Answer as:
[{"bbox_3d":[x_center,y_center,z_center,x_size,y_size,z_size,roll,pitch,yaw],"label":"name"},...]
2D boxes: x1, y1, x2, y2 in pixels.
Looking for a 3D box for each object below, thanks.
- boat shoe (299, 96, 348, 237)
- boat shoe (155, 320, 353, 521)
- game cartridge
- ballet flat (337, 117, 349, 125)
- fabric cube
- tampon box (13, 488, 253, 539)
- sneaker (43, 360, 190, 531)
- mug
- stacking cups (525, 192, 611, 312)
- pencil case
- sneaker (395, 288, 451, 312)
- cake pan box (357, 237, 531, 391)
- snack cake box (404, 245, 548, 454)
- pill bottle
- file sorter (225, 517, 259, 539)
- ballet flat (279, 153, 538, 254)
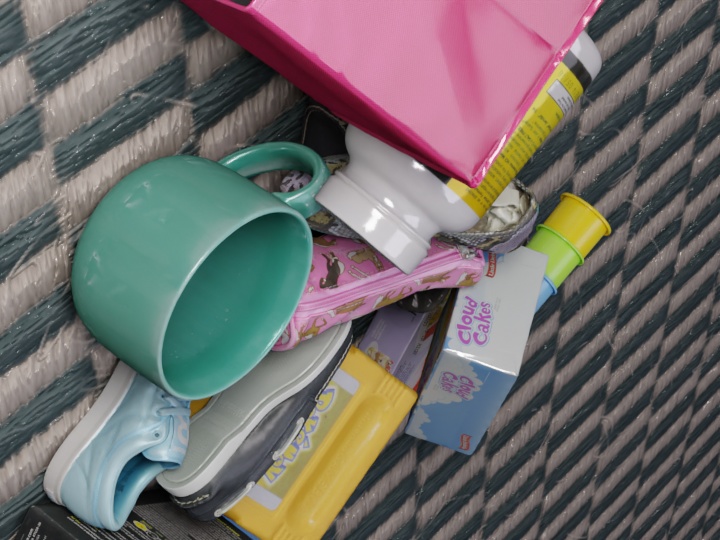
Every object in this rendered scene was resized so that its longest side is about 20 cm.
[{"bbox_3d":[-0.019,-0.066,1.395,0.063,0.073,0.200,-49,157,-23],"label":"boat shoe"},{"bbox_3d":[-0.075,0.109,1.396,0.200,0.076,0.060,-43,132,-10],"label":"boat shoe"},{"bbox_3d":[-0.068,0.124,1.462,0.200,0.032,0.176,37,85,-33],"label":"game cartridge"},{"bbox_3d":[0.042,-0.106,1.315,0.200,0.067,0.046,23,54,-46],"label":"ballet flat"},{"bbox_3d":[0.012,-0.203,1.089,0.199,0.196,0.200,34,89,-34],"label":"fabric cube"},{"bbox_3d":[-0.184,0.270,1.415,0.200,0.126,0.150,6,114,-61],"label":"tampon box"},{"bbox_3d":[-0.150,0.109,1.350,0.200,0.082,0.074,-57,154,-1],"label":"sneaker"},{"bbox_3d":[-0.115,-0.008,1.249,0.185,0.114,0.152,-27,140,-46],"label":"mug"},{"bbox_3d":[0.154,0.022,1.686,0.200,0.060,0.061,-52,153,-8],"label":"stacking cups"},{"bbox_3d":[0.000,0.000,1.371,0.200,0.083,0.087,-18,158,-31],"label":"pencil case"},{"bbox_3d":[0.075,-0.066,1.509,0.116,0.076,0.200,-8,105,-66],"label":"sneaker"},{"bbox_3d":[0.084,0.035,1.699,0.200,0.052,0.184,-61,155,6],"label":"cake pan box"},{"bbox_3d":[0.097,0.066,1.523,0.200,0.067,0.115,108,1,-64],"label":"snack cake box"},{"bbox_3d":[0.063,-0.100,1.221,0.200,0.112,0.112,-51,153,-1],"label":"pill bottle"},{"bbox_3d":[-0.124,0.330,1.585,0.200,0.123,0.139,-51,152,-12],"label":"file sorter"},{"bbox_3d":[0.042,-0.058,1.326,0.200,0.072,0.072,7,120,-18],"label":"ballet flat"}]
